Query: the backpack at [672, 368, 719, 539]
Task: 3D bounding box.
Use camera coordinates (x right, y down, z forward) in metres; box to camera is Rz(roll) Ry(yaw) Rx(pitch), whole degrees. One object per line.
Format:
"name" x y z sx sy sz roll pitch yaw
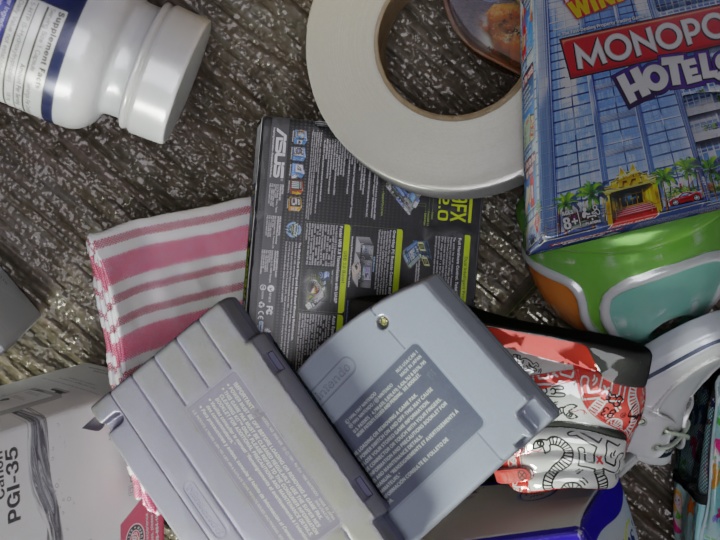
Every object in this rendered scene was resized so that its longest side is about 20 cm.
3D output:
"backpack" 0.313 0.162 0.970 0.177 0.151 0.201 5 106 -2

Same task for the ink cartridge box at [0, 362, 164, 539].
"ink cartridge box" -0.231 0.158 0.936 0.083 0.200 0.147 9 104 35

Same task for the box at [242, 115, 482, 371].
"box" 0.000 0.000 0.958 0.160 0.044 0.201 4 90 -8

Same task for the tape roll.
"tape roll" 0.064 -0.146 0.905 0.202 0.037 0.204 -1 83 10

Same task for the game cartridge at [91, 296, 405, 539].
"game cartridge" -0.069 0.131 0.882 0.130 0.038 0.200 -37 83 16

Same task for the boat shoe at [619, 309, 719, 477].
"boat shoe" 0.199 0.101 0.951 0.200 0.073 0.067 -50 59 46

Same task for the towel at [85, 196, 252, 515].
"towel" -0.106 0.055 0.965 0.146 0.030 0.201 -17 103 -35

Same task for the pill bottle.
"pill bottle" -0.208 -0.163 0.917 0.199 0.120 0.120 22 100 -4

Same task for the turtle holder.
"turtle holder" 0.198 -0.026 0.948 0.185 0.141 0.132 -31 121 -33

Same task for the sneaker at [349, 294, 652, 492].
"sneaker" 0.082 0.083 0.903 0.201 0.067 0.108 12 99 8

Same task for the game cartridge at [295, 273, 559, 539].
"game cartridge" 0.017 0.101 0.877 0.133 0.041 0.200 51 119 14

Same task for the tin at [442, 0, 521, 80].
"tin" 0.150 -0.169 0.928 0.200 0.042 0.112 31 94 12

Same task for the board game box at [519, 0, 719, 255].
"board game box" 0.174 -0.131 0.838 0.199 0.062 0.201 -14 83 -5

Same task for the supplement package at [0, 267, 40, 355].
"supplement package" -0.345 0.062 0.966 0.200 0.110 0.114 -39 98 7

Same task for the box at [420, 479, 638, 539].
"box" 0.109 0.255 0.954 0.183 0.105 0.201 -14 101 28
